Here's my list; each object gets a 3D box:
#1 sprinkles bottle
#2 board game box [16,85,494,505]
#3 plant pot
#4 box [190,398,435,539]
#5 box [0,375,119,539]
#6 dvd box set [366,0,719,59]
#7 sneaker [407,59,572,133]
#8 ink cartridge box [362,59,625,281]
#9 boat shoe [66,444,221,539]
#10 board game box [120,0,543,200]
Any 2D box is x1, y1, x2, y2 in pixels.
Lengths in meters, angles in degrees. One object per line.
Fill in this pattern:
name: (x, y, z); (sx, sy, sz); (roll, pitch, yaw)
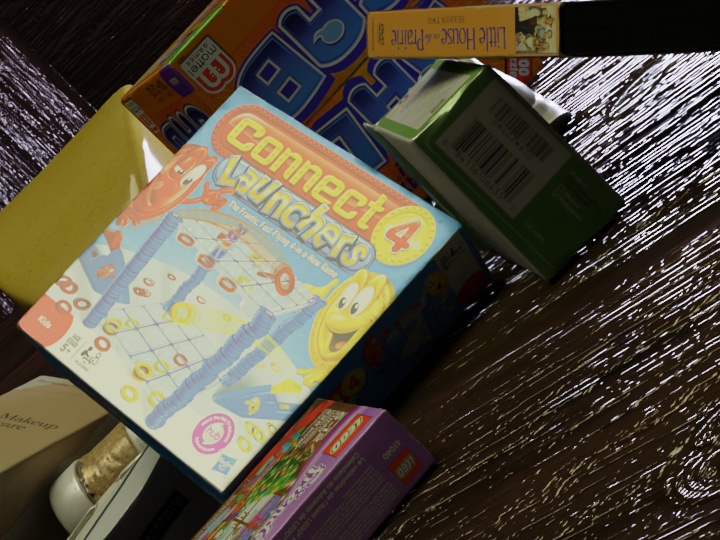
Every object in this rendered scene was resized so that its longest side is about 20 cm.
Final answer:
sprinkles bottle: (-0.112, 0.099, 1.404); (0.200, 0.068, 0.068); (-44, 10, 12)
board game box: (-0.062, 0.017, 1.231); (0.200, 0.056, 0.196); (33, 76, 38)
plant pot: (-0.182, -0.002, 1.791); (0.196, 0.194, 0.200); (-45, 19, 4)
box: (-0.058, 0.150, 1.068); (0.200, 0.039, 0.137); (-48, 11, -11)
box: (-0.235, 0.141, 1.468); (0.095, 0.078, 0.200); (8, 18, 24)
dvd box set: (0.111, -0.126, 1.130); (0.146, 0.030, 0.200); (-6, 7, -26)
sneaker: (0.067, -0.100, 1.409); (0.075, 0.087, 0.200); (-51, 10, -16)
ink cartridge box: (0.067, -0.060, 1.195); (0.059, 0.104, 0.200); (-46, 9, -1)
boat shoe: (-0.112, 0.120, 1.292); (0.202, 0.075, 0.086); (-53, 28, -5)
board game box: (-0.027, -0.140, 1.623); (0.200, 0.200, 0.200); (-48, 10, -13)
